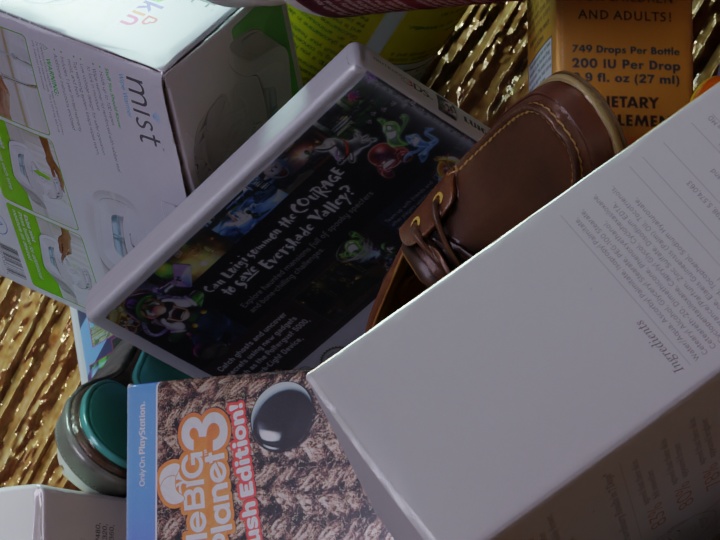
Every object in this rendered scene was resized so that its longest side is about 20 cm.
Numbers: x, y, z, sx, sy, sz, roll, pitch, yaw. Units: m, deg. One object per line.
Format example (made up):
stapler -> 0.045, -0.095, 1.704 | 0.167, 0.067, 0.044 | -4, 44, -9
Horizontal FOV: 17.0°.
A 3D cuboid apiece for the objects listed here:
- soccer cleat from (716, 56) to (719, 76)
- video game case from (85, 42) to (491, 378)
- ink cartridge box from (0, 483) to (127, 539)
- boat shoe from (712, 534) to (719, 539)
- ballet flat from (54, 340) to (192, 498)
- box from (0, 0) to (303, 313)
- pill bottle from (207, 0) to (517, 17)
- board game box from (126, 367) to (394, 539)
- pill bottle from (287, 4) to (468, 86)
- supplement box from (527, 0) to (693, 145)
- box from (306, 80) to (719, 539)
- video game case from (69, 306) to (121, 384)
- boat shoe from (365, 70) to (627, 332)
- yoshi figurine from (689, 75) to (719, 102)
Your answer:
soccer cleat -> 0.187, -0.098, 1.073 | 0.066, 0.076, 0.202 | 8, 103, 17
video game case -> 0.000, 0.000, 1.141 | 0.200, 0.181, 0.023 | -41, 35, 30
ink cartridge box -> -0.133, 0.164, 1.212 | 0.144, 0.199, 0.085 | -12, 72, 41
boat shoe -> 0.152, 0.108, 1.050 | 0.068, 0.056, 0.201 | -19, 67, 41
ballet flat -> -0.121, 0.084, 1.218 | 0.067, 0.200, 0.064 | 42, 107, -4
box -> -0.117, -0.068, 1.207 | 0.176, 0.201, 0.097 | 21, 50, 32
pill bottle -> 0.017, -0.168, 1.033 | 0.199, 0.114, 0.115 | -1, 79, 36
board game box -> 0.001, 0.126, 1.073 | 0.199, 0.097, 0.161 | -7, 78, 33
pill bottle -> -0.003, -0.147, 1.208 | 0.200, 0.112, 0.113 | -54, 47, 41
supplement box -> 0.111, -0.129, 1.081 | 0.069, 0.066, 0.202 | 118, 153, -77
box -> 0.097, 0.042, 0.893 | 0.199, 0.125, 0.098 | -35, 59, -7
video game case -> -0.090, 0.032, 1.330 | 0.182, 0.023, 0.201 | -29, 62, 36
boat shoe -> 0.055, -0.010, 1.031 | 0.072, 0.067, 0.200 | 54, 149, 14
yoshi figurine -> 0.222, -0.064, 0.905 | 0.112, 0.113, 0.200 | -37, 26, -18
